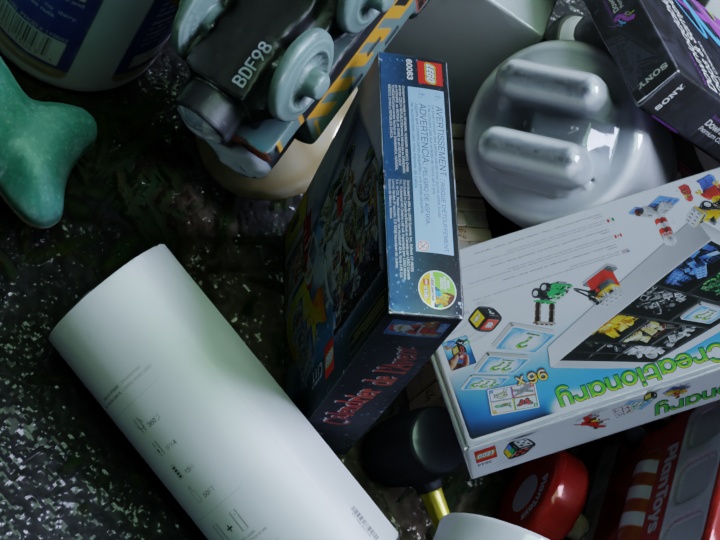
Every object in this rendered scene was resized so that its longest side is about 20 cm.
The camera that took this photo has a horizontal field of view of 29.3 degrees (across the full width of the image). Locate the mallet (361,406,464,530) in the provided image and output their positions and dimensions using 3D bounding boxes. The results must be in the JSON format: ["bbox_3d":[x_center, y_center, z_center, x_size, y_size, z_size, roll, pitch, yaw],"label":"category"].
[{"bbox_3d":[0.062,0.169,0.759,0.041,0.066,0.202,-18,77,-30],"label":"mallet"}]

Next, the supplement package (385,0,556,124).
[{"bbox_3d":[0.026,-0.212,0.892,0.199,0.117,0.118,32,55,-10],"label":"supplement package"}]

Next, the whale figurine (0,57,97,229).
[{"bbox_3d":[-0.229,-0.102,0.707,0.199,0.104,0.160,28,56,-14],"label":"whale figurine"}]

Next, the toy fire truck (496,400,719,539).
[{"bbox_3d":[0.178,0.105,0.790,0.112,0.168,0.201,33,55,-10],"label":"toy fire truck"}]

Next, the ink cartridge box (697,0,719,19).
[{"bbox_3d":[0.336,-0.173,1.087,0.161,0.050,0.200,41,56,-5],"label":"ink cartridge box"}]

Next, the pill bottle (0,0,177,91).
[{"bbox_3d":[-0.132,-0.197,0.747,0.118,0.200,0.121,12,61,-23],"label":"pill bottle"}]

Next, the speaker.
[{"bbox_3d":[-0.072,0.086,0.716,0.200,0.081,0.081,50,54,3],"label":"speaker"}]

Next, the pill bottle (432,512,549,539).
[{"bbox_3d":[0.044,0.228,0.673,0.111,0.112,0.202,28,67,-14],"label":"pill bottle"}]

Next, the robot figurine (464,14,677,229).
[{"bbox_3d":[0.134,-0.073,0.858,0.112,0.200,0.172,19,89,23],"label":"robot figurine"}]

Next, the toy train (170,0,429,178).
[{"bbox_3d":[-0.015,-0.135,0.674,0.085,0.114,0.201,32,79,16],"label":"toy train"}]

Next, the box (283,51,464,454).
[{"bbox_3d":[0.000,0.000,0.723,0.037,0.200,0.138,5,64,-16],"label":"box"}]

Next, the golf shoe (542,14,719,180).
[{"bbox_3d":[0.212,-0.111,0.963,0.200,0.088,0.077,49,51,2],"label":"golf shoe"}]

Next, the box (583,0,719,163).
[{"bbox_3d":[0.210,-0.122,0.849,0.199,0.036,0.144,22,38,-41],"label":"box"}]

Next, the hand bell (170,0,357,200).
[{"bbox_3d":[-0.070,-0.125,0.733,0.103,0.200,0.105,-4,68,11],"label":"hand bell"}]

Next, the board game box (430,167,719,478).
[{"bbox_3d":[0.133,0.024,0.748,0.198,0.035,0.127,-17,51,-1],"label":"board game box"}]

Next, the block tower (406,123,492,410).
[{"bbox_3d":[0.051,0.012,0.837,0.053,0.058,0.202,1,65,-28],"label":"block tower"}]
